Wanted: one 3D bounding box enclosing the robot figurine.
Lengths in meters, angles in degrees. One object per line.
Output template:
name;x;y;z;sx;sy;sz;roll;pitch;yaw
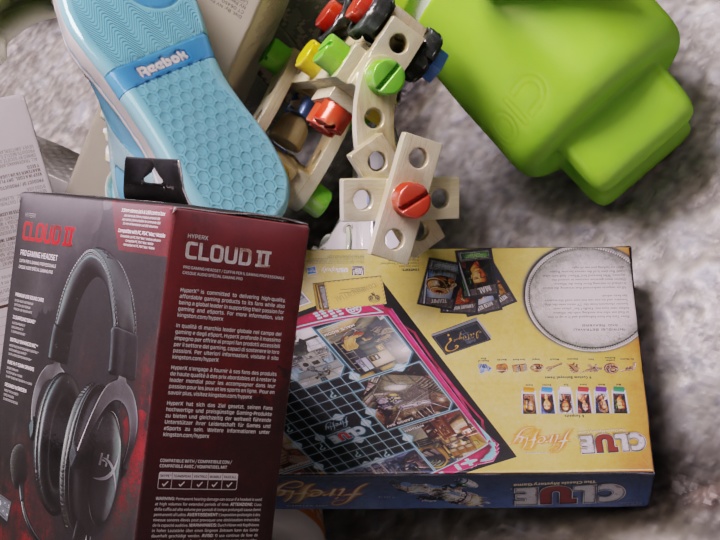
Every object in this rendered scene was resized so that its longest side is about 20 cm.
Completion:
robot figurine;0.094;-0.134;0.875;0.115;0.175;0.201;-40;77;4

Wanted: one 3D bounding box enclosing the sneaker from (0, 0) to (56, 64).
sneaker;-0.176;-0.200;0.959;0.200;0.076;0.077;-42;62;1

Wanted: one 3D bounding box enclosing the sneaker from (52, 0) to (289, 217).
sneaker;-0.121;-0.077;0.858;0.079;0.131;0.202;-18;72;-30

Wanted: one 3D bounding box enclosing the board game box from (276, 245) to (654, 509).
board game box;0.042;0.052;0.803;0.197;0.035;0.137;0;54;2

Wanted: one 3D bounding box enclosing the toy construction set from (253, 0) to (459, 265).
toy construction set;-0.014;-0.077;0.850;0.132;0.092;0.199;-57;31;-5

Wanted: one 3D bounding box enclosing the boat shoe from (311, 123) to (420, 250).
boat shoe;0.000;0.000;0.900;0.066;0.074;0.202;-9;52;7

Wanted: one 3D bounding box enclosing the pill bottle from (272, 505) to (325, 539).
pill bottle;-0.081;0.081;0.880;0.111;0.112;0.202;-25;48;19

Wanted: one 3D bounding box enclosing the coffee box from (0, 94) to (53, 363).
coffee box;-0.220;0.014;0.948;0.114;0.079;0.202;-31;75;62

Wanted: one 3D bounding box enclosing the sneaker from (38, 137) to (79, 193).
sneaker;-0.177;-0.009;1.044;0.199;0.075;0.106;25;110;23

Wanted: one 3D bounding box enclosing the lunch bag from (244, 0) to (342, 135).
lunch bag;-0.097;-0.169;1.037;0.198;0.164;0.119;-15;47;27

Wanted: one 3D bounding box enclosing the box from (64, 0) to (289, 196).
box;-0.100;-0.117;0.925;0.201;0.068;0.082;-61;-3;32

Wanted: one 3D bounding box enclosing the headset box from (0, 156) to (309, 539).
headset box;-0.102;0.050;0.729;0.148;0.077;0.203;8;92;52
